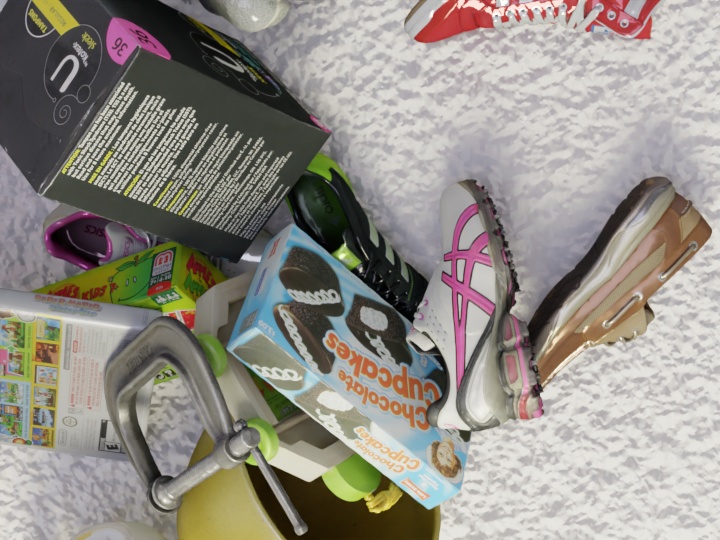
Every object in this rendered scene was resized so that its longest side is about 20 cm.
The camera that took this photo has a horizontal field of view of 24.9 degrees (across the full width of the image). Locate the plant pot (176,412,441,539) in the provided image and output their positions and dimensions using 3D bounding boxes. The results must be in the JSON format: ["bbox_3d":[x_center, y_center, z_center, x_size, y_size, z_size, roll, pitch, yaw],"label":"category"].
[{"bbox_3d":[-0.059,0.179,1.244,0.142,0.200,0.200,-37,92,35],"label":"plant pot"}]

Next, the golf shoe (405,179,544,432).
[{"bbox_3d":[0.074,0.022,1.193,0.092,0.073,0.200,-12,59,7],"label":"golf shoe"}]

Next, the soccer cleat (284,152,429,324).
[{"bbox_3d":[0.000,0.000,1.240,0.067,0.081,0.200,-34,95,15],"label":"soccer cleat"}]

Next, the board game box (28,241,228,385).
[{"bbox_3d":[-0.189,0.047,1.255,0.200,0.048,0.102,-18,138,26],"label":"board game box"}]

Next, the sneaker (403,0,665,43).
[{"bbox_3d":[0.138,-0.191,1.184,0.200,0.071,0.113,-30,91,12],"label":"sneaker"}]

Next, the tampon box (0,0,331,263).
[{"bbox_3d":[-0.154,-0.115,1.163,0.126,0.200,0.150,-53,52,13],"label":"tampon box"}]

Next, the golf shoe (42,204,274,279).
[{"bbox_3d":[-0.153,-0.010,1.264,0.200,0.092,0.075,11,101,7],"label":"golf shoe"}]

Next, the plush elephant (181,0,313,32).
[{"bbox_3d":[-0.074,-0.265,1.175,0.155,0.200,0.165,-36,94,-8],"label":"plush elephant"}]

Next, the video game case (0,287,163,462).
[{"bbox_3d":[-0.249,0.080,1.245,0.182,0.023,0.200,8,144,-7],"label":"video game case"}]

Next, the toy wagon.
[{"bbox_3d":[-0.043,0.093,1.180,0.040,0.155,0.200,-36,84,35],"label":"toy wagon"}]

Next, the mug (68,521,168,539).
[{"bbox_3d":[-0.189,0.280,1.270,0.186,0.150,0.153,-16,126,23],"label":"mug"}]

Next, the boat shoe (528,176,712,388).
[{"bbox_3d":[0.185,0.025,1.215,0.072,0.076,0.200,35,111,-5],"label":"boat shoe"}]

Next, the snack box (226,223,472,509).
[{"bbox_3d":[0.001,0.070,1.181,0.200,0.116,0.037,40,128,-20],"label":"snack box"}]

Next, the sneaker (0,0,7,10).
[{"bbox_3d":[-0.259,-0.186,1.261,0.115,0.075,0.200,8,97,11],"label":"sneaker"}]

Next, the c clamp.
[{"bbox_3d":[-0.124,0.120,1.138,0.200,0.027,0.171,-28,86,57],"label":"c clamp"}]
